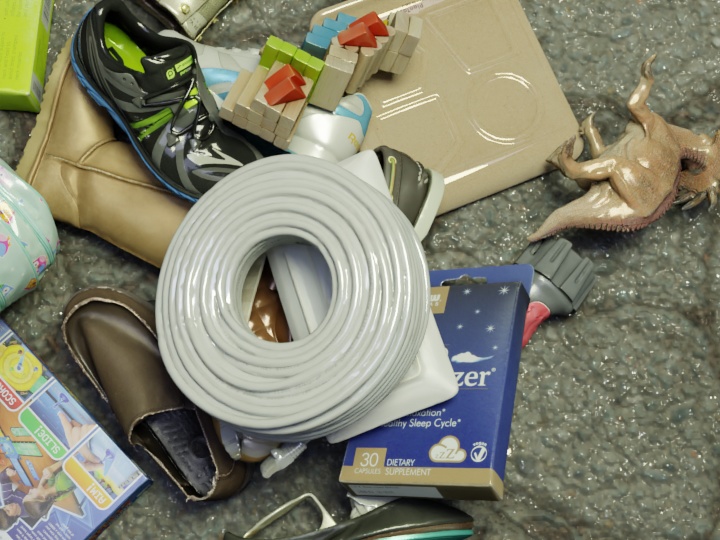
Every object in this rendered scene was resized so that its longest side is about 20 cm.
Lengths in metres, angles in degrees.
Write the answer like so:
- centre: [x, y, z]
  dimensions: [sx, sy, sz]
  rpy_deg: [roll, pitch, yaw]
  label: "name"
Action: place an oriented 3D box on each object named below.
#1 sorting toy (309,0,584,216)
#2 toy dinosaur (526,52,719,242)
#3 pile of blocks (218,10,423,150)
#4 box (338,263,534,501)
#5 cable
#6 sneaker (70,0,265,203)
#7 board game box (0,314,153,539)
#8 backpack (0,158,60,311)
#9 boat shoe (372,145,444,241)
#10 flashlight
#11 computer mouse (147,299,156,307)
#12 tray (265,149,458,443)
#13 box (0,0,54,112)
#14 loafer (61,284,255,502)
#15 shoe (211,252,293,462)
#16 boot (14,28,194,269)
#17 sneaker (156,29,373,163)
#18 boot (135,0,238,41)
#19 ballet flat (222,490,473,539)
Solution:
- centre: [0.073, -0.156, 0.933]
  dimensions: [0.184, 0.036, 0.201]
  rpy_deg: [-21, 82, -7]
  label: "sorting toy"
- centre: [0.231, -0.075, 0.871]
  dimensions: [0.136, 0.086, 0.200]
  rpy_deg: [45, 71, 1]
  label: "toy dinosaur"
- centre: [-0.025, -0.173, 0.840]
  dimensions: [0.082, 0.062, 0.200]
  rpy_deg: [45, 53, 10]
  label: "pile of blocks"
- centre: [0.061, 0.074, 0.821]
  dimensions: [0.120, 0.032, 0.201]
  rpy_deg: [-5, 53, 27]
  label: "box"
- centre: [-0.052, 0.018, 0.759]
  dimensions: [0.199, 0.069, 0.201]
  rpy_deg: [-33, 71, 8]
  label: "cable"
- centre: [-0.146, -0.127, 0.829]
  dimensions: [0.200, 0.083, 0.071]
  rpy_deg: [46, 55, 3]
  label: "sneaker"
- centre: [-0.278, 0.140, 0.842]
  dimensions: [0.135, 0.034, 0.200]
  rpy_deg: [-43, 80, -11]
  label: "board game box"
- centre: [-0.329, -0.046, 0.816]
  dimensions: [0.200, 0.167, 0.127]
  rpy_deg: [38, 71, 16]
  label: "backpack"
- centre: [0.000, 0.000, 0.846]
  dimensions: [0.060, 0.072, 0.202]
  rpy_deg: [29, 73, -21]
  label: "boat shoe"
- centre: [0.118, 0.067, 0.863]
  dimensions: [0.068, 0.068, 0.200]
  rpy_deg: [25, 68, 43]
  label: "flashlight"
- centre: [-0.094, 0.053, 0.872]
  dimensions: [0.198, 0.034, 0.059]
  rpy_deg: [2, 75, -2]
  label: "computer mouse"
- centre: [-0.009, 0.015, 0.796]
  dimensions: [0.107, 0.022, 0.201]
  rpy_deg: [-22, 73, 10]
  label: "tray"
- centre: [-0.369, -0.203, 0.919]
  dimensions: [0.198, 0.048, 0.123]
  rpy_deg: [3, 75, -2]
  label: "box"
- centre: [-0.155, 0.093, 0.820]
  dimensions: [0.073, 0.071, 0.200]
  rpy_deg: [-42, 90, 9]
  label: "loafer"
- centre: [-0.073, 0.047, 0.833]
  dimensions: [0.069, 0.053, 0.201]
  rpy_deg: [12, 60, -10]
  label: "shoe"
- centre: [-0.168, -0.091, 0.894]
  dimensions: [0.199, 0.066, 0.176]
  rpy_deg: [19, 85, 2]
  label: "boot"
- centre: [-0.085, -0.149, 0.897]
  dimensions: [0.199, 0.077, 0.081]
  rpy_deg: [31, 79, 7]
  label: "sneaker"
- centre: [-0.097, -0.254, 0.929]
  dimensions: [0.199, 0.072, 0.155]
  rpy_deg: [31, 76, 13]
  label: "boot"
- centre: [-0.015, 0.197, 0.824]
  dimensions: [0.199, 0.068, 0.069]
  rpy_deg: [-16, 68, -6]
  label: "ballet flat"
